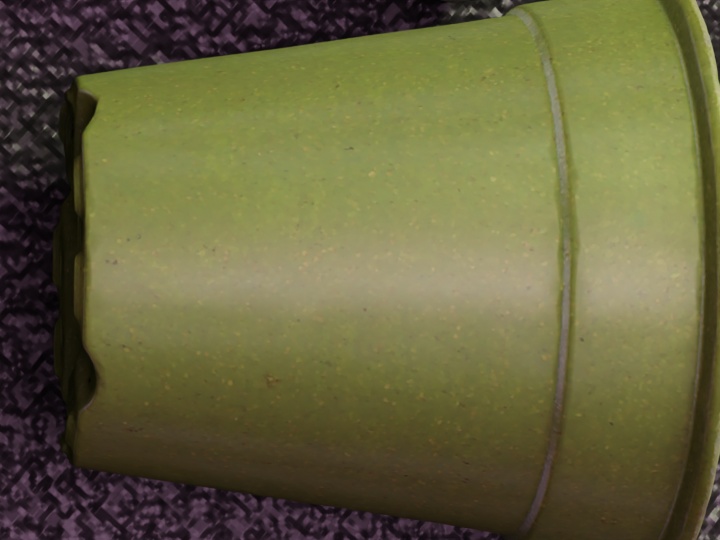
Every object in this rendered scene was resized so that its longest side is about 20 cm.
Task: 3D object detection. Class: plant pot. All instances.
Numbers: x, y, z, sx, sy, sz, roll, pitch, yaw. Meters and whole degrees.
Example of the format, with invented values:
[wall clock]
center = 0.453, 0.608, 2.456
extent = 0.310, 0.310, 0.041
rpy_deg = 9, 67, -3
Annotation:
[plant pot]
center = 0.000, 0.000, 0.934
extent = 0.189, 0.200, 0.201
rpy_deg = 1, 90, -9

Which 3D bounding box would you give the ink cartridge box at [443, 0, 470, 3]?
[ink cartridge box]
center = -0.027, -0.179, 0.961
extent = 0.199, 0.083, 0.146
rpy_deg = 13, 86, -21
